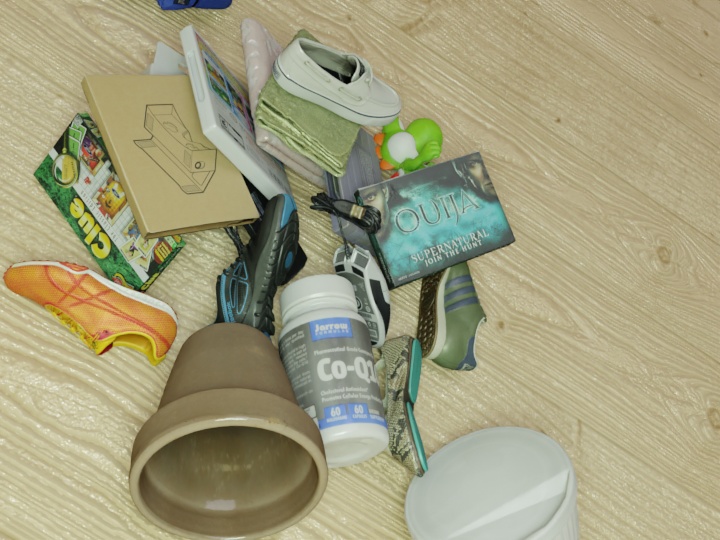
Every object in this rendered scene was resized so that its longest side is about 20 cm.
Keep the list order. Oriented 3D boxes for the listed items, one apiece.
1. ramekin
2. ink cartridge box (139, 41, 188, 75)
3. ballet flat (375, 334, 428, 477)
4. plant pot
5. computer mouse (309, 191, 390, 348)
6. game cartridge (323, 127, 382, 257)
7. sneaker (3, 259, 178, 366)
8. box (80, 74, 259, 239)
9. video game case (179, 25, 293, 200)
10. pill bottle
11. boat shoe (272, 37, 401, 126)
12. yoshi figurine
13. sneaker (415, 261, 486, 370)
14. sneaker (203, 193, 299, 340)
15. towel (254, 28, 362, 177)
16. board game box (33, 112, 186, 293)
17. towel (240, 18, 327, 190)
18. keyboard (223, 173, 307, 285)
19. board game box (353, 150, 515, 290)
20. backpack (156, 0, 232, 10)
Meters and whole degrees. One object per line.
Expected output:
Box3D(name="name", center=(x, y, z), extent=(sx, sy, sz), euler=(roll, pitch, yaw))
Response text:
Box3D(name="ramekin", center=(0.153, 0.277, 0.981), extent=(0.202, 0.199, 0.096), euler=(-44, 122, -39))
Box3D(name="ink cartridge box", center=(-0.243, -0.175, 1.113), extent=(0.115, 0.066, 0.204), euler=(30, 47, -37))
Box3D(name="ballet flat", center=(0.041, 0.166, 1.066), extent=(0.074, 0.069, 0.203), euler=(-12, 44, 11))
Box3D(name="plant pot", center=(-0.136, 0.155, 0.921), extent=(0.196, 0.202, 0.177), euler=(13, 38, -19))
Box3D(name="computer mouse", center=(0.000, 0.000, 1.092), extent=(0.044, 0.108, 0.204), euler=(-32, 121, -37))
Box3D(name="game cartridge", center=(-0.008, -0.121, 1.205), extent=(0.129, 0.038, 0.204), euler=(34, 40, -54))
Box3D(name="sneaker", center=(-0.299, 0.046, 0.965), extent=(0.196, 0.073, 0.079), euler=(22, 62, -10))
Box3D(name="box", center=(-0.219, -0.139, 1.023), extent=(0.162, 0.021, 0.203), euler=(-12, 72, -46))
Box3D(name="video game case", center=(-0.155, -0.188, 1.121), extent=(0.200, 0.023, 0.185), euler=(46, 20, -53))
Box3D(name="pill bottle", center=(-0.037, 0.116, 1.026), extent=(0.111, 0.114, 0.204), euler=(3, 59, -25))
Box3D(name="boat shoe", center=(-0.017, -0.246, 1.125), extent=(0.197, 0.066, 0.073), euler=(17, 52, -33))
Box3D(name="yoshi figurine", center=(0.096, -0.149, 1.277), extent=(0.110, 0.112, 0.203), euler=(5, 54, -43))
Box3D(name="sneaker", center=(0.131, 0.048, 1.194), extent=(0.089, 0.067, 0.203), euler=(26, 52, -19))
Box3D(name="sneaker", center=(-0.129, 0.005, 1.014), extent=(0.080, 0.204, 0.073), euler=(19, 5, 17))
Box3D(name="towel", center=(-0.058, -0.222, 1.149), extent=(0.147, 0.036, 0.202), euler=(36, 45, -19))
Box3D(name="board game box", center=(-0.295, -0.073, 1.022), extent=(0.201, 0.105, 0.023), euler=(50, 25, 10))
Box3D(name="towel", center=(-0.091, -0.222, 1.206), extent=(0.190, 0.032, 0.204), euler=(30, 42, -52))
Box3D(name="keyboard", center=(-0.145, -0.069, 1.099), extent=(0.202, 0.020, 0.127), euler=(58, 31, -8))
Box3D(name="board game box", center=(0.100, -0.070, 1.167), extent=(0.197, 0.028, 0.138), euler=(-20, 83, -24))
Box3D(name="backpack", center=(-0.264, -0.466, 1.247), extent=(0.196, 0.163, 0.171), euler=(-8, 67, -32))
